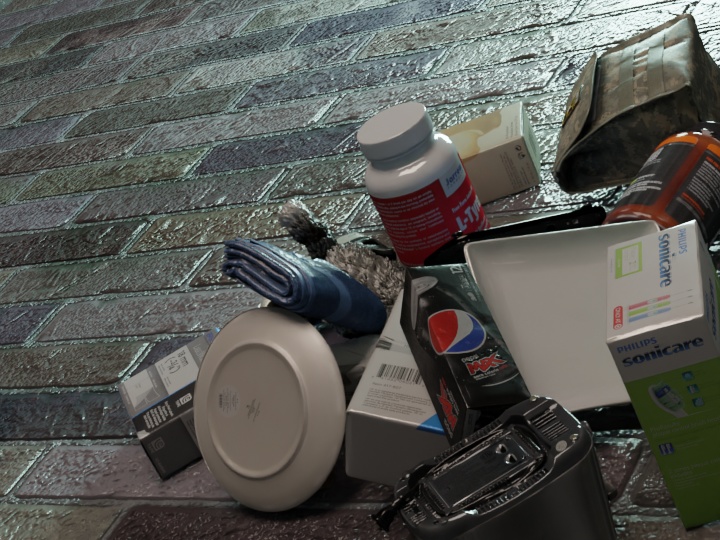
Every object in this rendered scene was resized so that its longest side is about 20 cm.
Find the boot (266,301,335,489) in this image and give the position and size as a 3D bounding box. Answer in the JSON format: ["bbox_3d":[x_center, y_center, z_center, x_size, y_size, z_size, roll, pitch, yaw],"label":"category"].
[{"bbox_3d":[-0.094,0.132,1.679,0.106,0.075,0.203,-20,68,32],"label":"boot"}]

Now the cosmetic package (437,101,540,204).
[{"bbox_3d":[0.120,-0.127,2.040,0.198,0.072,0.106,-19,27,15],"label":"cosmetic package"}]

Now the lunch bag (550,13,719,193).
[{"bbox_3d":[0.307,-0.181,1.882,0.198,0.118,0.165,-22,29,27],"label":"lunch bag"}]

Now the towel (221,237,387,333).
[{"bbox_3d":[-0.053,0.015,1.691,0.111,0.200,0.049,29,94,27],"label":"towel"}]

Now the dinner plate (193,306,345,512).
[{"bbox_3d":[-0.098,0.137,1.628,0.198,0.203,0.024,-4,-5,39],"label":"dinner plate"}]

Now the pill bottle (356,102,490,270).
[{"bbox_3d":[0.072,-0.082,1.857,0.111,0.201,0.113,-21,27,11],"label":"pill bottle"}]

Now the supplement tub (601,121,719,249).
[{"bbox_3d":[0.331,-0.071,1.709,0.106,0.108,0.200,-1,36,41],"label":"supplement tub"}]

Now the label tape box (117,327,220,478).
[{"bbox_3d":[-0.163,0.130,1.846,0.199,0.064,0.144,-30,27,-6],"label":"label tape box"}]

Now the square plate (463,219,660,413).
[{"bbox_3d":[0.211,0.049,1.552,0.197,0.029,0.200,-7,55,-8],"label":"square plate"}]

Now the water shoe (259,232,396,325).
[{"bbox_3d":[-0.037,0.019,1.915,0.078,0.072,0.200,15,44,40],"label":"water shoe"}]

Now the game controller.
[{"bbox_3d":[0.166,-0.032,1.771,0.198,0.043,0.104,-12,-3,-25],"label":"game controller"}]

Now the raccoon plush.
[{"bbox_3d":[0.000,0.000,1.795,0.134,0.200,0.097,-23,31,56],"label":"raccoon plush"}]

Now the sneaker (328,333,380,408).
[{"bbox_3d":[-0.018,0.108,1.751,0.197,0.079,0.099,4,27,23],"label":"sneaker"}]

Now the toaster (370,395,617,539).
[{"bbox_3d":[0.119,0.209,1.371,0.199,0.130,0.114,-30,26,-9],"label":"toaster"}]

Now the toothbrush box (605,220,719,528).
[{"bbox_3d":[0.275,0.086,1.371,0.085,0.201,0.146,-16,29,18],"label":"toothbrush box"}]

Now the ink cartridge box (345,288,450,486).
[{"bbox_3d":[0.081,0.116,1.576,0.144,0.085,0.201,11,37,14],"label":"ink cartridge box"}]

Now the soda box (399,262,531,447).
[{"bbox_3d":[0.092,0.080,1.491,0.062,0.071,0.201,-5,38,-15],"label":"soda box"}]
